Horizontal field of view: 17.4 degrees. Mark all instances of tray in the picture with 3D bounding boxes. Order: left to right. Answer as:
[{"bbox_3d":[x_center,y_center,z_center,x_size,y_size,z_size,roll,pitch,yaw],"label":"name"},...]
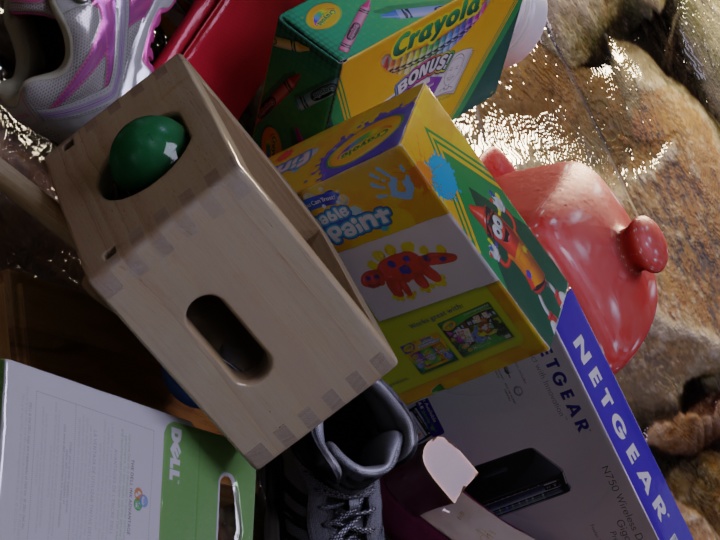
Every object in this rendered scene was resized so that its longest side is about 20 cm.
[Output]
[{"bbox_3d":[-0.139,0.071,1.358,0.199,0.037,0.099,20,54,-50],"label":"tray"}]

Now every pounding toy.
[{"bbox_3d":[-0.110,-0.015,1.301,0.200,0.142,0.184,51,5,-32],"label":"pounding toy"}]

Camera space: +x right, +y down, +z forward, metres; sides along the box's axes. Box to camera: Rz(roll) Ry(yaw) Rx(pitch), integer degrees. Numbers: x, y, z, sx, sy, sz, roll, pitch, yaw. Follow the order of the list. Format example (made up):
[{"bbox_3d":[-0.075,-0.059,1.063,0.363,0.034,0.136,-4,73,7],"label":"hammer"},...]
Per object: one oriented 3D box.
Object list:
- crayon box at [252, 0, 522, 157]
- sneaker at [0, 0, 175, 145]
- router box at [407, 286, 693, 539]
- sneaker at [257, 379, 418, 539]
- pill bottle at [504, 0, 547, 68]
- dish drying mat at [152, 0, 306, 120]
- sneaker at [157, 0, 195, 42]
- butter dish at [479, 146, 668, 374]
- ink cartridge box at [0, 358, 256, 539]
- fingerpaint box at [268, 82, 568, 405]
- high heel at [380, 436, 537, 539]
[{"bbox_3d":[0.021,-0.138,1.522,0.058,0.119,0.199,37,46,23],"label":"crayon box"},{"bbox_3d":[-0.161,-0.166,1.398,0.088,0.081,0.202,19,75,-42],"label":"sneaker"},{"bbox_3d":[0.099,0.135,1.544,0.201,0.179,0.049,63,31,-5],"label":"router box"},{"bbox_3d":[-0.011,0.136,1.406,0.075,0.114,0.202,-14,95,-23],"label":"sneaker"},{"bbox_3d":[0.054,-0.218,1.771,0.199,0.112,0.113,20,54,-51],"label":"pill bottle"},{"bbox_3d":[-0.092,-0.126,1.483,0.077,0.018,0.201,51,60,-40],"label":"dish drying mat"},{"bbox_3d":[-0.117,-0.202,1.525,0.199,0.082,0.078,30,48,-44],"label":"sneaker"},{"bbox_3d":[0.161,0.002,1.758,0.200,0.147,0.200,58,32,-12],"label":"butter dish"},{"bbox_3d":[-0.141,0.124,1.245,0.199,0.059,0.105,24,61,-48],"label":"ink cartridge box"},{"bbox_3d":[0.000,0.000,1.459,0.167,0.199,0.074,52,34,-22],"label":"fingerpaint box"},{"bbox_3d":[0.074,0.195,1.525,0.067,0.096,0.201,-35,96,-37],"label":"high heel"}]
